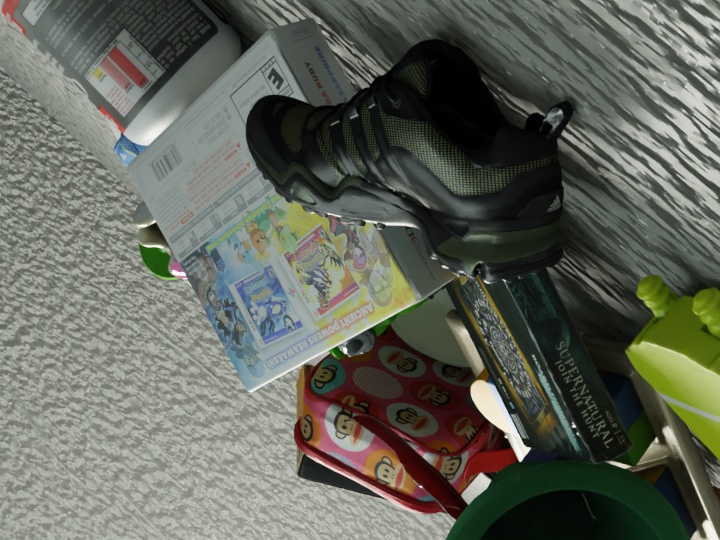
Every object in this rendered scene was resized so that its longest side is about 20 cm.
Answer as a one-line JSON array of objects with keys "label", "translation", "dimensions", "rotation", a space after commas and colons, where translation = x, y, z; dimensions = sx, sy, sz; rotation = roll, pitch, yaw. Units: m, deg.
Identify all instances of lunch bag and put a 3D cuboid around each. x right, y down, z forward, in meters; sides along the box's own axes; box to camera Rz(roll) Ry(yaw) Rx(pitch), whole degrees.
[{"label": "lunch bag", "translation": [0.057, 0.118, 1.015], "dimensions": [0.175, 0.083, 0.200], "rotation": [24, -153, 21]}]

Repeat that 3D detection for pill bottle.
[{"label": "pill bottle", "translation": [-0.161, -0.167, 0.884], "dimensions": [0.200, 0.116, 0.116], "rotation": [45, 171, -8]}]

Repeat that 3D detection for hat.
[{"label": "hat", "translation": [0.118, 0.165, 0.835], "dimensions": [0.200, 0.165, 0.176], "rotation": [51, -172, -16]}]

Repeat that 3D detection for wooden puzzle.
[{"label": "wooden puzzle", "translation": [0.150, 0.120, 0.820], "dimensions": [0.199, 0.046, 0.186], "rotation": [13, 139, 52]}]

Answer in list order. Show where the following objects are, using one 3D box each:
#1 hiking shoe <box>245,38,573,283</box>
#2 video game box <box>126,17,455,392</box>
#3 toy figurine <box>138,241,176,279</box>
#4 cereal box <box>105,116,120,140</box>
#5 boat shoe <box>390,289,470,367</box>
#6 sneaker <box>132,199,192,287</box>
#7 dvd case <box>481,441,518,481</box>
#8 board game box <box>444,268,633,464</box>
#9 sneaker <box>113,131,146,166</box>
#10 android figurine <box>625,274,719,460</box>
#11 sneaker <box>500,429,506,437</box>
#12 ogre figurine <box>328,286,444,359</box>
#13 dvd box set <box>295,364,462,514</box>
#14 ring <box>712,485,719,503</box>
[{"label": "hiking shoe", "translation": [0.023, -0.072, 0.604], "dimensions": [0.199, 0.075, 0.102], "rotation": [24, 118, 33]}, {"label": "video game box", "translation": [-0.053, -0.034, 0.777], "dimensions": [0.199, 0.047, 0.184], "rotation": [-30, 86, 48]}, {"label": "toy figurine", "translation": [-0.229, -0.031, 1.947], "dimensions": [0.198, 0.152, 0.184], "rotation": [11, 170, 28]}, {"label": "cereal box", "translation": [-0.134, -0.086, 1.105], "dimensions": [0.199, 0.040, 0.145], "rotation": [12, 138, 38]}, {"label": "boat shoe", "translation": [0.038, 0.005, 1.033], "dimensions": [0.199, 0.073, 0.062], "rotation": [36, -147, 11]}, {"label": "sneaker", "translation": [-0.120, -0.013, 1.050], "dimensions": [0.199, 0.088, 0.082], "rotation": [31, 147, 22]}, {"label": "dvd case", "translation": [0.157, 0.175, 1.084], "dimensions": [0.148, 0.016, 0.200], "rotation": [9, -164, -33]}, {"label": "board game box", "translation": [0.083, 0.015, 0.703], "dimensions": [0.201, 0.028, 0.135], "rotation": [63, 170, -2]}, {"label": "sneaker", "translation": [-0.139, -0.082, 0.973], "dimensions": [0.201, 0.104, 0.076], "rotation": [62, 156, 8]}, {"label": "android figurine", "translation": [0.207, 0.078, 0.584], "dimensions": [0.200, 0.041, 0.182], "rotation": [47, 172, -17]}, {"label": "sneaker", "translation": [0.186, 0.138, 0.942], "dimensions": [0.200, 0.070, 0.093], "rotation": [51, 149, -16]}, {"label": "ogre figurine", "translation": [0.000, 0.000, 0.915], "dimensions": [0.200, 0.120, 0.098], "rotation": [36, 169, 38]}, {"label": "dvd box set", "translation": [0.012, 0.151, 1.100], "dimensions": [0.145, 0.030, 0.200], "rotation": [15, -164, -7]}, {"label": "ring", "translation": [0.278, 0.213, 0.856], "dimensions": [0.200, 0.019, 0.201], "rotation": [35, 159, 16]}]
